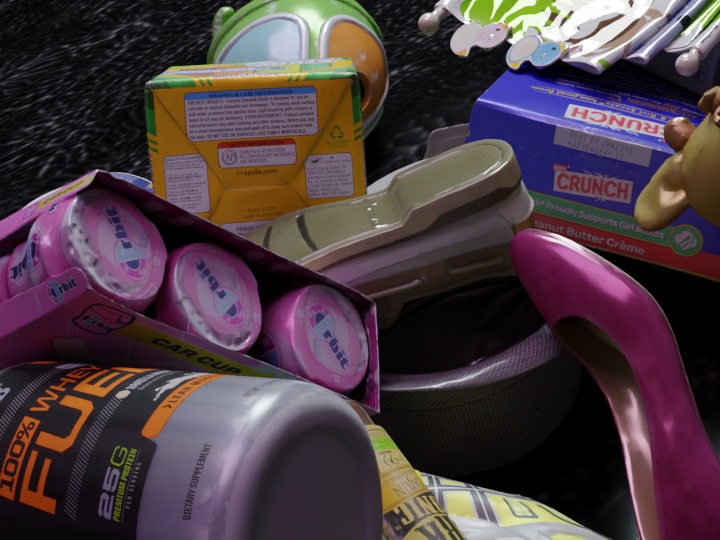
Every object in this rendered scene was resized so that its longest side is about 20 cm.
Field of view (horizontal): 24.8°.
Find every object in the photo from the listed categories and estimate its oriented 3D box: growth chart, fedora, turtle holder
[{"bbox_3d":[0.145,-0.167,0.997,0.199,0.018,0.145,17,54,33],"label":"growth chart"},{"bbox_3d":[0.056,0.056,0.927,0.176,0.091,0.200,6,30,37],"label":"fedora"},{"bbox_3d":[-0.067,-0.141,1.305,0.184,0.142,0.132,-10,46,2],"label":"turtle holder"}]

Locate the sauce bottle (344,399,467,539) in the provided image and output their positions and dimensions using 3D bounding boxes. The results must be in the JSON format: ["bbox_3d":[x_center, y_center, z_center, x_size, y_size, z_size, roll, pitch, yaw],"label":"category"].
[{"bbox_3d":[0.031,0.149,0.729,0.064,0.065,0.200,-31,64,-18],"label":"sauce bottle"}]

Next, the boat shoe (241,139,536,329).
[{"bbox_3d":[0.000,0.000,0.880,0.198,0.069,0.075,-20,27,9],"label":"boat shoe"}]

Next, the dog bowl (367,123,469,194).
[{"bbox_3d":[0.053,-0.026,1.106,0.198,0.059,0.201,-16,28,9],"label":"dog bowl"}]

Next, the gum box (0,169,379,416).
[{"bbox_3d":[-0.098,0.029,0.790,0.113,0.199,0.067,-25,55,35],"label":"gum box"}]

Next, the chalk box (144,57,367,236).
[{"bbox_3d":[-0.059,-0.066,1.008,0.123,0.125,0.200,-4,11,-2],"label":"chalk box"}]

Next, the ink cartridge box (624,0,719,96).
[{"bbox_3d":[0.248,-0.147,1.042,0.173,0.044,0.200,-12,33,-39],"label":"ink cartridge box"}]

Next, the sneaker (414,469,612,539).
[{"bbox_3d":[0.046,0.139,0.809,0.199,0.076,0.076,21,21,29],"label":"sneaker"}]

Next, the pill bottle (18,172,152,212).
[{"bbox_3d":[-0.174,-0.005,1.120,0.119,0.121,0.200,-19,8,3],"label":"pill bottle"}]

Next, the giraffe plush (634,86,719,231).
[{"bbox_3d":[0.224,-0.026,0.816,0.172,0.201,0.162,-30,43,-12],"label":"giraffe plush"}]

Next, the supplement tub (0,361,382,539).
[{"bbox_3d":[-0.101,0.102,0.696,0.198,0.123,0.123,1,35,31],"label":"supplement tub"}]

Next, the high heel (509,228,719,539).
[{"bbox_3d":[0.122,0.069,0.806,0.096,0.067,0.200,-38,74,-15],"label":"high heel"}]

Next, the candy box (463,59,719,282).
[{"bbox_3d":[0.166,-0.078,1.001,0.168,0.078,0.200,17,24,15],"label":"candy box"}]
